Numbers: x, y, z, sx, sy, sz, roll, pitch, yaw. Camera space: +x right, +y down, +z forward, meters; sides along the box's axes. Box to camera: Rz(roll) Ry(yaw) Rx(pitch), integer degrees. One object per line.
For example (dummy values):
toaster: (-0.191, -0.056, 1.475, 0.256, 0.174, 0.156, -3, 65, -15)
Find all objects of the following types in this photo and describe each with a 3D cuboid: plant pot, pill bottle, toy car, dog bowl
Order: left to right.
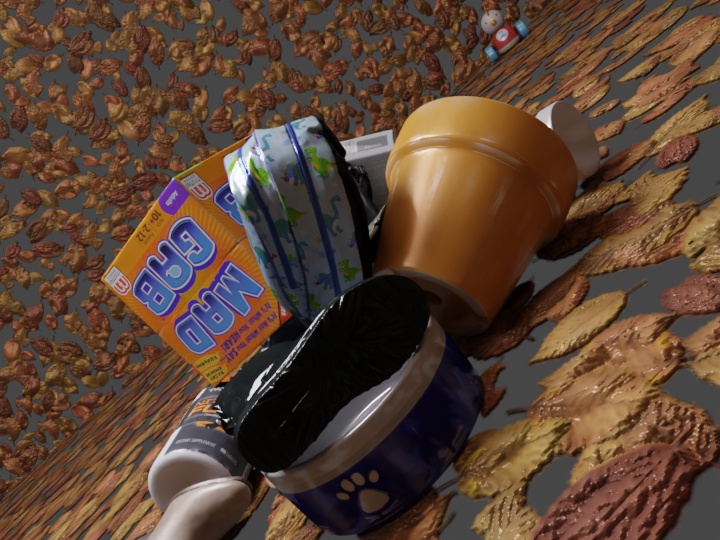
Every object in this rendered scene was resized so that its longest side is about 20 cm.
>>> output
pill bottle: (-0.176, 0.210, 0.782, 0.106, 0.106, 0.200, -37, 13, 17)
dog bowl: (0.008, 0.128, 0.558, 0.200, 0.079, 0.200, -40, 12, 10)
plant pot: (0.102, -0.041, 0.648, 0.200, 0.200, 0.184, -22, 38, 57)
toy car: (0.558, -0.997, 2.568, 0.184, 0.200, 0.177, -37, 12, 22)
pill bottle: (0.188, -0.120, 0.787, 0.200, 0.116, 0.116, -29, 17, 47)

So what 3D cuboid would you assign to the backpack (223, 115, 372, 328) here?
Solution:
backpack: (-0.055, -0.052, 0.624, 0.201, 0.153, 0.164, 99, 162, -46)

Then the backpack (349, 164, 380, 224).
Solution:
backpack: (-0.021, -0.037, 1.010, 0.154, 0.201, 0.191, -29, -7, -13)

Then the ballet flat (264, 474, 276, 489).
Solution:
ballet flat: (-0.098, 0.181, 0.730, 0.068, 0.067, 0.200, -41, 12, 3)

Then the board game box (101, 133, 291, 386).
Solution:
board game box: (-0.163, -0.018, 0.818, 0.200, 0.200, 0.200, -41, 7, 33)

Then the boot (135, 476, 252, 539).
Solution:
boot: (-0.195, 0.306, 0.617, 0.200, 0.070, 0.146, -39, 18, 17)

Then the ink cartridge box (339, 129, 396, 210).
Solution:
ink cartridge box: (0.002, -0.146, 1.067, 0.161, 0.200, 0.050, -11, 63, 10)

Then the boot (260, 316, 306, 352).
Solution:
boot: (-0.128, 0.131, 0.948, 0.200, 0.090, 0.073, -40, 12, 7)

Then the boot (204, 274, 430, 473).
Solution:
boot: (-0.044, 0.082, 0.535, 0.198, 0.073, 0.162, -45, 9, -14)

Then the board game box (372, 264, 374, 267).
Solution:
board game box: (0.007, 0.056, 0.766, 0.200, 0.034, 0.136, -53, -14, -41)

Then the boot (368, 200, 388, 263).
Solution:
boot: (0.000, 0.000, 0.839, 0.131, 0.067, 0.201, 112, -176, -76)
